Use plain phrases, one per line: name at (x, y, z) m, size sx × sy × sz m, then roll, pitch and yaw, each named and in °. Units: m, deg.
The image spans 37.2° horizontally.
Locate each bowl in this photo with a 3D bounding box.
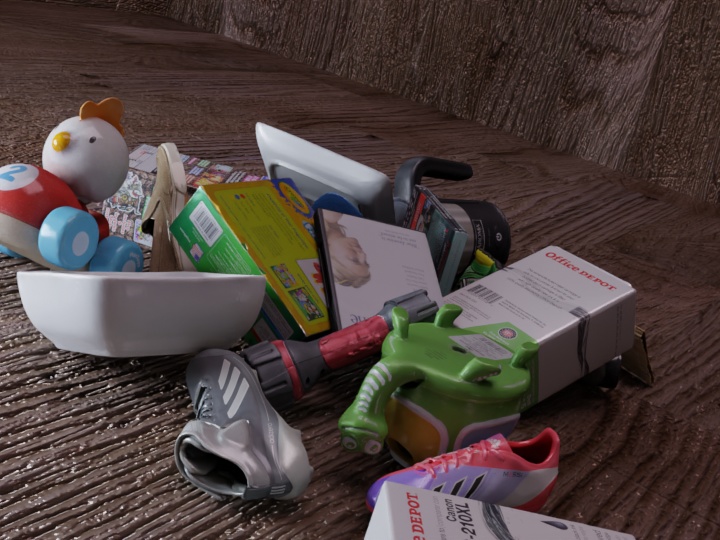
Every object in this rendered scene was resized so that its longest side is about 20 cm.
bowl at (-0.206, 0.038, 1.015) m, size 0.197 × 0.076 × 0.198 m, roll 0°, pitch 0°, yaw -41°

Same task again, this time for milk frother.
milk frother at (0.084, -0.058, 1.589) m, size 0.186 × 0.184 × 0.199 m, roll 0°, pitch -21°, yaw -41°

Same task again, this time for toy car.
toy car at (-0.318, -0.105, 1.160) m, size 0.182 × 0.203 × 0.177 m, roll 17°, pitch -11°, yaw 24°

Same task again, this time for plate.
plate at (-0.043, -0.083, 1.369) m, size 0.198 × 0.201 × 0.033 m, roll 25°, pitch 62°, yaw 21°

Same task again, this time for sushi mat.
sushi mat at (0.310, 0.073, 1.412) m, size 0.012 × 0.097 × 0.200 m, roll -34°, pitch 37°, yaw -15°

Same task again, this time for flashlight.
flashlight at (-0.016, 0.073, 1.025) m, size 0.197 × 0.069 × 0.068 m, roll -21°, pitch 40°, yaw -19°

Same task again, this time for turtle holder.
turtle holder at (0.073, 0.120, 0.969) m, size 0.139 × 0.134 × 0.185 m, roll 20°, pitch 18°, yaw 14°

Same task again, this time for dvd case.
dvd case at (0.025, 0.017, 1.164) m, size 0.140 × 0.018 × 0.202 m, roll 12°, pitch 42°, yaw -23°
dvd case at (0.080, -0.013, 1.370) m, size 0.022 × 0.148 × 0.200 m, roll 12°, pitch 17°, yaw -15°

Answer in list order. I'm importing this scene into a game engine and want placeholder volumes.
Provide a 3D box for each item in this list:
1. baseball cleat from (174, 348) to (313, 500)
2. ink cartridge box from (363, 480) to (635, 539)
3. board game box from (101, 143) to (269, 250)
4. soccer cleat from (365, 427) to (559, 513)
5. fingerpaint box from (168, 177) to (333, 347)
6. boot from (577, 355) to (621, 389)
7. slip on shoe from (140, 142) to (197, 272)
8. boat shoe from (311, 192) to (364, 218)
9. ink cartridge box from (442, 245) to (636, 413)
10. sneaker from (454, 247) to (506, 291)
baseball cleat at (-0.120, 0.123, 0.901) m, size 0.105 × 0.071 × 0.199 m, roll 2°, pitch 20°, yaw -38°
ink cartridge box at (0.100, 0.230, 0.721) m, size 0.196 × 0.086 × 0.145 m, roll 13°, pitch 16°, yaw -6°
board game box at (-0.225, -0.085, 1.421) m, size 0.196 × 0.098 × 0.160 m, roll 15°, pitch 17°, yaw 0°
soccer cleat at (0.090, 0.173, 0.908) m, size 0.197 × 0.078 × 0.067 m, roll 3°, pitch 20°, yaw -35°
fingerpaint box at (-0.088, 0.001, 1.171) m, size 0.201 × 0.073 × 0.166 m, roll 53°, pitch 30°, yaw 14°
boot at (0.232, 0.085, 1.338) m, size 0.129 × 0.071 × 0.200 m, roll 5°, pitch 13°, yaw -11°
slip on shoe at (-0.232, -0.062, 1.270) m, size 0.059 × 0.203 × 0.076 m, roll -8°, pitch -23°, yaw -11°
boat shoe at (0.000, 0.000, 1.299) m, size 0.083 × 0.202 × 0.069 m, roll -29°, pitch 2°, yaw -1°
ink cartridge box at (0.194, 0.064, 1.216) m, size 0.198 × 0.085 × 0.145 m, roll -23°, pitch 34°, yaw -27°
sneaker at (0.177, 0.037, 1.411) m, size 0.078 × 0.086 × 0.200 m, roll 35°, pitch 5°, yaw -11°
